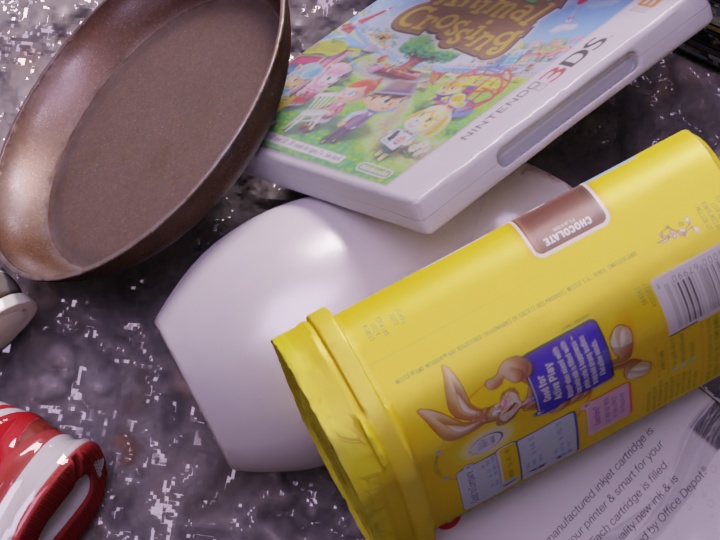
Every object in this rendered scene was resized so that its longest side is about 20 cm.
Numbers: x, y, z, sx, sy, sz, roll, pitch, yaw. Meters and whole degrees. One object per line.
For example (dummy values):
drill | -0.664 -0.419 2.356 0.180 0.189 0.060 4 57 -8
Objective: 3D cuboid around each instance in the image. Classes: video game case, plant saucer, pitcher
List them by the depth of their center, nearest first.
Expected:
video game case | 0.040 -0.092 1.366 0.182 0.022 0.200 -37 28 -21
pitcher | 0.000 0.000 1.378 0.200 0.121 0.172 -28 37 -5
plant saucer | -0.103 -0.073 1.410 0.200 0.032 0.200 -30 38 27

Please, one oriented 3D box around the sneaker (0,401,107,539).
sneaker | -0.222 0.140 1.372 0.115 0.078 0.200 26 57 27

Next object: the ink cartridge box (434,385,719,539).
ink cartridge box | 0.133 0.135 1.310 0.200 0.083 0.147 40 79 20

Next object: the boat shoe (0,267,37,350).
boat shoe | -0.257 0.046 1.412 0.201 0.072 0.060 -28 72 1

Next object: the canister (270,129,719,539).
canister | 0.073 0.033 1.236 0.200 0.149 0.087 -28 67 -5

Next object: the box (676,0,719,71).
box | 0.118 -0.180 1.396 0.200 0.161 0.049 28 75 18

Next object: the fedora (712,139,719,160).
fedora | 0.227 -0.010 1.332 0.200 0.177 0.090 48 112 14
